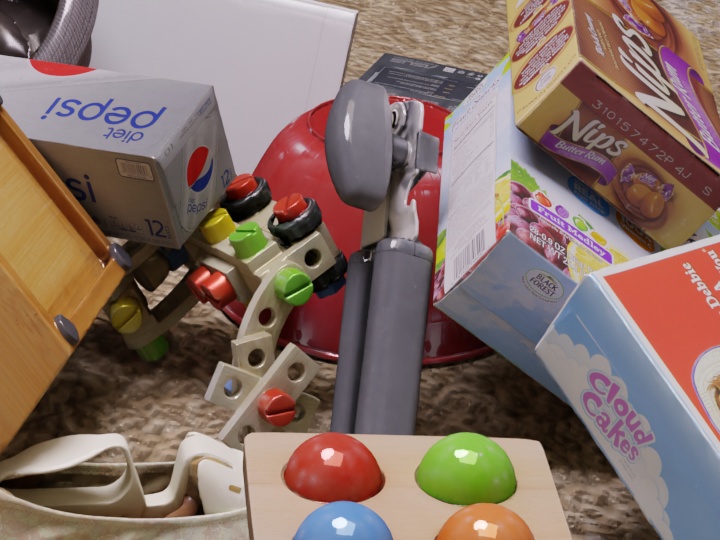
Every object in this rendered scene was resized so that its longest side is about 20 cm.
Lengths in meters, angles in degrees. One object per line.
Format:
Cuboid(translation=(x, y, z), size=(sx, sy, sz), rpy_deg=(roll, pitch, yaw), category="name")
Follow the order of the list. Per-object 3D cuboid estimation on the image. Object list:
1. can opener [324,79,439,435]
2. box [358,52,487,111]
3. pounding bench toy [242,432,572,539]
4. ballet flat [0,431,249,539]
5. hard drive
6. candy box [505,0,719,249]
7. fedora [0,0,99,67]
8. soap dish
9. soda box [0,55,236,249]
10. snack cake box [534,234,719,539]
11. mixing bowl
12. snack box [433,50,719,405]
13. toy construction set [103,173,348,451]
Cuboid(translation=(0.000, 0.000, 1.230), size=(0.067, 0.201, 0.053), rpy_deg=(17, -22, -27), category="can opener")
Cuboid(translation=(0.080, -0.079, 1.566), size=(0.199, 0.051, 0.158), rpy_deg=(13, 26, 15), category="box")
Cuboid(translation=(0.051, 0.150, 0.953), size=(0.199, 0.157, 0.124), rpy_deg=(2, 25, -7), category="pounding bench toy")
Cuboid(translation=(-0.097, 0.108, 1.126), size=(0.199, 0.063, 0.068), rpy_deg=(-3, 27, -17), category="ballet flat")
Cuboid(translation=(-0.112, -0.122, 1.500), size=(0.199, 0.133, 0.026), rpy_deg=(13, 12, 2), category="hard drive")
Cuboid(translation=(0.140, -0.106, 1.313), size=(0.116, 0.056, 0.200), rpy_deg=(38, 22, -17), category="candy box")
Cuboid(translation=(-0.238, -0.156, 1.439), size=(0.199, 0.177, 0.090), rpy_deg=(29, -10, 22), category="fedora")
Cuboid(translation=(-0.193, -0.010, 1.167), size=(0.081, 0.158, 0.200), rpy_deg=(-36, 9, 11), category="soap dish")
Cuboid(translation=(-0.171, -0.070, 1.286), size=(0.199, 0.064, 0.068), rpy_deg=(10, 44, 27), category="soda box")
Cuboid(translation=(0.187, 0.084, 1.121), size=(0.115, 0.067, 0.200), rpy_deg=(-15, 61, -35), category="snack cake box")
Cuboid(translation=(0.013, -0.037, 1.399), size=(0.199, 0.109, 0.200), rpy_deg=(5, 25, -2), category="mixing bowl")
Cuboid(translation=(0.124, -0.008, 1.286), size=(0.168, 0.068, 0.200), rpy_deg=(36, 27, -18), category="snack box")
Cuboid(translation=(-0.080, 0.014, 1.272), size=(0.131, 0.092, 0.200), rpy_deg=(-36, 41, -16), category="toy construction set")
